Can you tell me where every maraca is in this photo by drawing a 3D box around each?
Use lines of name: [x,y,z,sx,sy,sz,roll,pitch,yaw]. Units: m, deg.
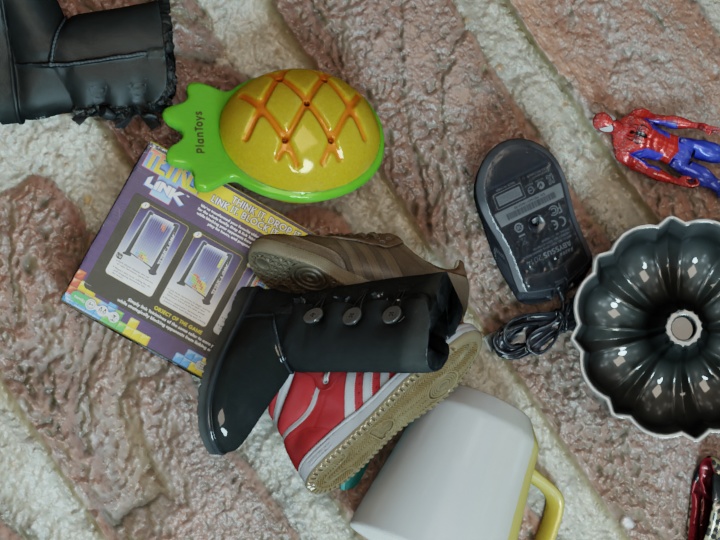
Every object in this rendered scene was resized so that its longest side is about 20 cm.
maraca: [-0.076,-0.120,1.411,0.199,0.107,0.138,-1,58,-12]

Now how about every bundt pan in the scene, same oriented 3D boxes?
bundt pan: [0.289,0.055,1.430,0.201,0.076,0.203,0,84,5]

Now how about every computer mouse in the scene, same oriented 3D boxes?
computer mouse: [0.157,-0.027,1.475,0.138,0.053,0.201,-20,102,-10]

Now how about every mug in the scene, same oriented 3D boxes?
mug: [0.093,0.196,1.428,0.149,0.187,0.154,17,74,26]

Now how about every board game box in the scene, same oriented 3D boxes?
board game box: [-0.145,0.004,1.427,0.199,0.057,0.166,30,82,-6]

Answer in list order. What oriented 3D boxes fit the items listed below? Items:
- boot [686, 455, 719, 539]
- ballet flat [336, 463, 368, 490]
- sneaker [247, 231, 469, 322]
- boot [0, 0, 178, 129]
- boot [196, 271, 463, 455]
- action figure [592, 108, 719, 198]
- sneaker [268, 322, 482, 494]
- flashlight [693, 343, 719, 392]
boot: [0.396,0.199,1.485,0.150,0.073,0.201,12,91,-7]
ballet flat: [0.006,0.102,1.446,0.072,0.072,0.201,27,82,-6]
sneaker: [0.000,0.000,1.399,0.199,0.071,0.076,20,54,-4]
boot: [-0.250,-0.222,1.415,0.161,0.073,0.199,-5,95,-6]
boot: [-0.025,0.078,1.309,0.199,0.066,0.166,-1,55,22]
action figure: [0.313,-0.109,1.499,0.199,0.052,0.066,20,89,-4]
sneaker: [0.005,0.089,1.369,0.200,0.071,0.113,-41,55,4]
flashlight: [0.382,0.035,1.495,0.068,0.068,0.201,31,87,28]
